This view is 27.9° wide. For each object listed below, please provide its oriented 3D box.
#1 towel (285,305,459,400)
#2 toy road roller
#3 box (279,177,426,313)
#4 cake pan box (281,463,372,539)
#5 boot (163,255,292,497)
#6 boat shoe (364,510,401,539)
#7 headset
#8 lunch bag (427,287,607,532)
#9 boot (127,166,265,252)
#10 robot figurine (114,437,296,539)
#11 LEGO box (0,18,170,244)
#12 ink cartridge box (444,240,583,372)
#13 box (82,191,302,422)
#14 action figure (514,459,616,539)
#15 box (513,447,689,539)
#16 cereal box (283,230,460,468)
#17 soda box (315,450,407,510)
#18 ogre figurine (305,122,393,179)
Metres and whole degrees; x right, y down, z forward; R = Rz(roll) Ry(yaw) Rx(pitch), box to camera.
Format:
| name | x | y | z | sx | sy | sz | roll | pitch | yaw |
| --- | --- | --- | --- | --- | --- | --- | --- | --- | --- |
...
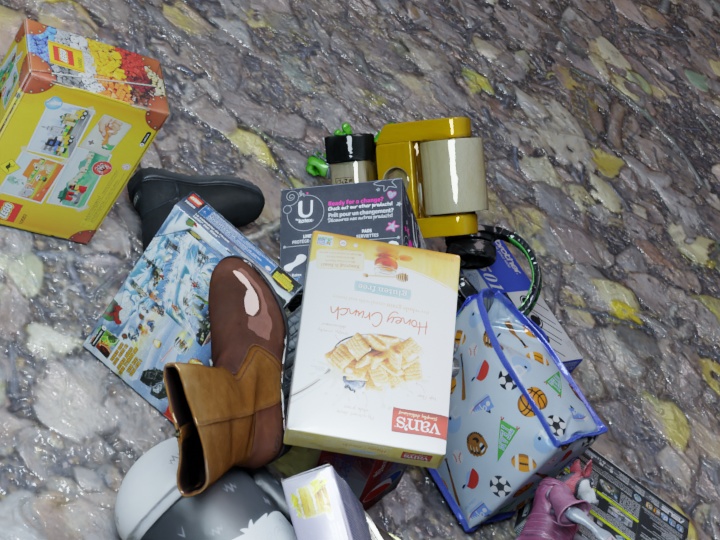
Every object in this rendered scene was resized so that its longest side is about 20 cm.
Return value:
| name | x | y | z | sx | sy | sz | roll | pitch | yaw |
| --- | --- | --- | --- | --- | --- | --- | --- | --- | --- |
| towel | -0.014 | 0.105 | 1.432 | 0.164 | 0.200 | 0.087 | 11 | 56 | -34 |
| toy road roller | 0.060 | -0.099 | 1.609 | 0.146 | 0.197 | 0.125 | -9 | 94 | -63 |
| box | 0.000 | 0.000 | 1.478 | 0.200 | 0.130 | 0.116 | 62 | 24 | -67 |
| cake pan box | -0.007 | 0.278 | 1.257 | 0.200 | 0.052 | 0.187 | 66 | 8 | -71 |
| boot | -0.125 | 0.081 | 1.213 | 0.200 | 0.067 | 0.191 | 0 | 85 | -71 |
| boat shoe | 0.014 | 0.281 | 1.388 | 0.199 | 0.072 | 0.060 | 34 | -7 | 13 |
| headset | 0.120 | -0.005 | 1.750 | 0.197 | 0.125 | 0.094 | 17 | -13 | 19 |
| lunch bag | 0.139 | 0.145 | 1.558 | 0.123 | 0.170 | 0.201 | -4 | 52 | -52 |
| boot | -0.158 | -0.013 | 1.546 | 0.163 | 0.066 | 0.201 | 4 | 44 | -28 |
| robot figurine | -0.126 | 0.239 | 1.255 | 0.200 | 0.125 | 0.150 | 47 | 10 | 11 |
| LEGO box | -0.300 | -0.131 | 1.430 | 0.147 | 0.200 | 0.078 | 14 | 42 | -32 |
| ink cartridge box | 0.188 | 0.049 | 1.818 | 0.093 | 0.044 | 0.201 | -3 | 53 | -46 |
| box | -0.161 | 0.043 | 1.366 | 0.137 | 0.200 | 0.040 | 40 | 32 | 2 |
| action figure | 0.185 | 0.279 | 1.487 | 0.147 | 0.135 | 0.202 | 19 | 62 | 12 |
| box | 0.276 | 0.288 | 1.637 | 0.199 | 0.044 | 0.161 | 36 | 36 | -5 |
| cereal box | 0.013 | 0.069 | 1.297 | 0.142 | 0.040 | 0.202 | 9 | 59 | -6 |
| soda box | 0.007 | 0.171 | 1.380 | 0.070 | 0.201 | 0.064 | -32 | 72 | -22 |
| ogre figurine | 0.037 | -0.129 | 1.838 | 0.119 | 0.099 | 0.199 | 37 | 15 | 29 |
